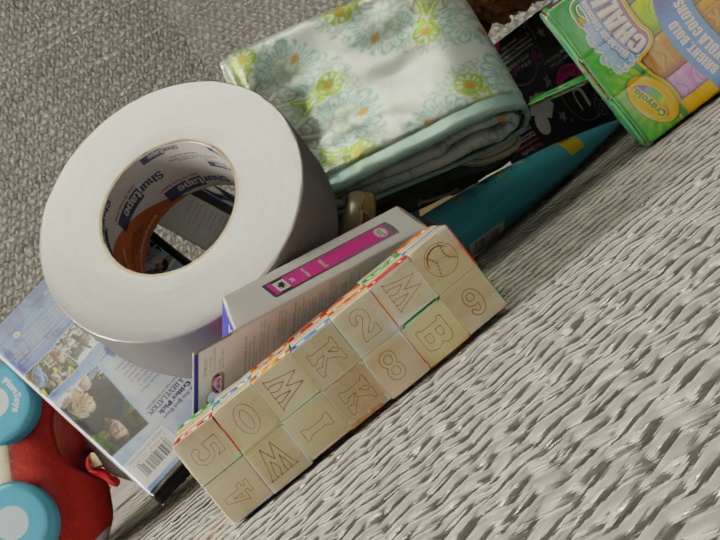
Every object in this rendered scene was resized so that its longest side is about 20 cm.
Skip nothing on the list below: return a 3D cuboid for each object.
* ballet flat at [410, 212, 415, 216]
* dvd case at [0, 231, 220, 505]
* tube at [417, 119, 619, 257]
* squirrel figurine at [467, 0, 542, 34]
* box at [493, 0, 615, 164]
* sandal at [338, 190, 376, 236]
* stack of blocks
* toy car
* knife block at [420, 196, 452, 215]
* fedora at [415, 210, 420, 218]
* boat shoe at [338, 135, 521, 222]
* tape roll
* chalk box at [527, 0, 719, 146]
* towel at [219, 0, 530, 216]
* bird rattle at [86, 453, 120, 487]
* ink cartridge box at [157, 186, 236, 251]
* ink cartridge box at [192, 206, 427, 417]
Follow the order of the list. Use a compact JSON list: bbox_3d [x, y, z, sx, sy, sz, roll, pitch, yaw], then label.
[{"bbox_3d":[0.000,0.000,1.174,0.068,0.068,0.200,-59,9,31],"label":"ballet flat"},{"bbox_3d":[-0.158,0.054,1.063,0.143,0.200,0.018,-47,-31,-12],"label":"dvd case"},{"bbox_3d":[0.130,-0.068,1.216,0.200,0.050,0.077,-34,8,-28],"label":"tube"},{"bbox_3d":[0.079,-0.229,1.246,0.200,0.141,0.187,-48,24,51],"label":"squirrel figurine"},{"bbox_3d":[0.201,-0.184,1.338,0.132,0.115,0.200,-32,2,-23],"label":"box"},{"bbox_3d":[-0.047,0.028,1.075,0.080,0.054,0.200,-101,34,-71],"label":"sandal"},{"bbox_3d":[-0.014,0.057,0.893,0.200,0.059,0.115,-39,3,-2],"label":"stack of blocks"},{"bbox_3d":[-0.191,0.142,1.171,0.200,0.177,0.184,-11,-11,-2],"label":"toy car"},{"bbox_3d":[0.014,-0.013,1.491,0.200,0.064,0.176,-36,4,20],"label":"knife block"},{"bbox_3d":[0.007,-0.044,1.322,0.090,0.200,0.177,-7,23,-3],"label":"fedora"},{"bbox_3d":[0.042,-0.081,1.195,0.200,0.067,0.057,-18,-32,-38],"label":"boat shoe"},{"bbox_3d":[-0.119,-0.030,1.036,0.200,0.200,0.066,-38,-34,2],"label":"tape roll"},{"bbox_3d":[0.210,-0.172,1.087,0.200,0.124,0.124,-38,4,12],"label":"chalk box"},{"bbox_3d":[0.006,-0.134,1.121,0.200,0.171,0.048,-22,-35,-2],"label":"towel"},{"bbox_3d":[-0.255,0.141,1.352,0.200,0.163,0.113,-23,47,37],"label":"bird rattle"},{"bbox_3d":[-0.104,-0.035,1.166,0.039,0.200,0.099,-60,-1,8],"label":"ink cartridge box"},{"bbox_3d":[-0.039,0.038,0.982,0.200,0.037,0.095,-30,-38,-35],"label":"ink cartridge box"}]
